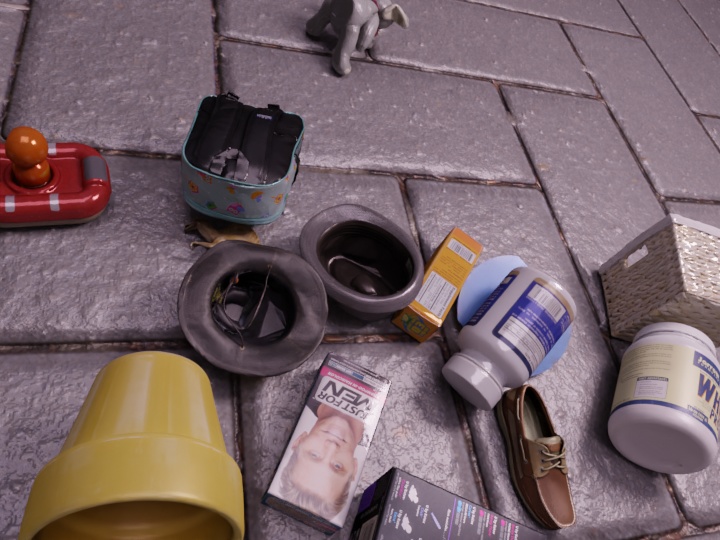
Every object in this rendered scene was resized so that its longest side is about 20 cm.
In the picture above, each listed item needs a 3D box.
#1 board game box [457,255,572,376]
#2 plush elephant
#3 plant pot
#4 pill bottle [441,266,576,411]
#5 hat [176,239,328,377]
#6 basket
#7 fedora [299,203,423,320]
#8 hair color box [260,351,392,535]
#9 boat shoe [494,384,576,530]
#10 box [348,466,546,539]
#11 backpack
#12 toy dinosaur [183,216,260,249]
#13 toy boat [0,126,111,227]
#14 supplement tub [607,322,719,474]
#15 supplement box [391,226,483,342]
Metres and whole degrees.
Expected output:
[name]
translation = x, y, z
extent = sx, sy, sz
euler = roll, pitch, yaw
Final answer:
[board game box]
translation = 0.249, 0.079, 0.919
extent = 0.158, 0.039, 0.200
euler = -41, 85, -16
[plush elephant]
translation = 0.006, -0.538, 1.181
extent = 0.154, 0.200, 0.165
euler = -8, 52, -46
[plant pot]
translation = -0.225, 0.198, 0.581
extent = 0.199, 0.202, 0.190
euler = 5, 40, -17
[pill bottle]
translation = 0.217, 0.103, 0.824
extent = 0.120, 0.120, 0.200
euler = 42, 74, 10
[hat]
translation = -0.148, 0.059, 0.755
extent = 0.199, 0.081, 0.202
euler = 8, 67, -19
[basket]
translation = 0.571, 0.037, 0.979
extent = 0.199, 0.198, 0.162
euler = 15, 57, -11
[fedora]
translation = 0.000, 0.000, 0.846
extent = 0.200, 0.091, 0.177
euler = 37, 54, 18
[hair color box]
translation = -0.039, 0.216, 0.709
extent = 0.099, 0.061, 0.201
euler = 25, 53, -2
[boat shoe]
translation = 0.252, 0.257, 0.782
extent = 0.075, 0.074, 0.201
euler = -4, 59, -23
[box]
translation = 0.094, 0.331, 0.643
extent = 0.199, 0.122, 0.106
euler = 25, 52, -3
[backpack]
translation = -0.184, -0.158, 0.844
extent = 0.175, 0.154, 0.201
euler = 14, 39, -11
[toy dinosaur]
translation = -0.177, -0.026, 0.822
extent = 0.199, 0.058, 0.102
euler = 23, 51, -5
[toy boat]
translation = -0.449, -0.140, 0.748
extent = 0.199, 0.131, 0.131
euler = -7, 60, -25
[supplement tub]
translation = 0.480, 0.195, 0.866
extent = 0.145, 0.145, 0.200
euler = 33, 53, 3
[supplement box]
translation = 0.128, 0.020, 0.901
extent = 0.069, 0.067, 0.200
euler = 37, 53, 2
